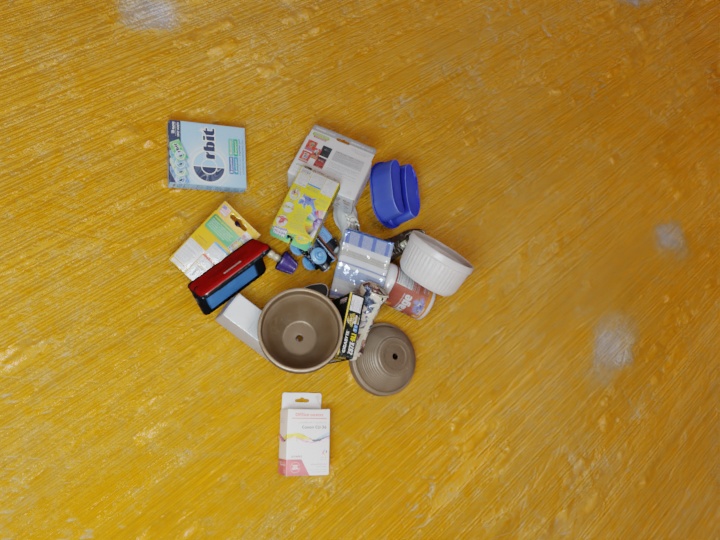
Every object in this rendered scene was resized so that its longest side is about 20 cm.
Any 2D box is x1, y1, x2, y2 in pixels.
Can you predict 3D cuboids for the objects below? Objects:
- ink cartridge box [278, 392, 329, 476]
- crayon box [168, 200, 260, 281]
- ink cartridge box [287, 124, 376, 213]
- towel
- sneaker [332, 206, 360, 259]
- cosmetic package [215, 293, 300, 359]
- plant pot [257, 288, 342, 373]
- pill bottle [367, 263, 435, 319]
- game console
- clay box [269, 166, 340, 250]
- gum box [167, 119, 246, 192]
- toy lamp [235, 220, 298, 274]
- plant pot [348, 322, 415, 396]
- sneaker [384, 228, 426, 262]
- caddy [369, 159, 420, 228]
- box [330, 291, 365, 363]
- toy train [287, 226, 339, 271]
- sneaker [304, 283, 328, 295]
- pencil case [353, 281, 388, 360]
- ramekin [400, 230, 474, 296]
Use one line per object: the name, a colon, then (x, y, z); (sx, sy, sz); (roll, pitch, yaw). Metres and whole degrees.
ink cartridge box: (-0.141, 0.410, 1.587); (0.115, 0.067, 0.202); (6, 76, -23)
crayon box: (-0.362, -0.058, 1.571); (0.126, 0.052, 0.200); (44, 84, -9)
ink cartridge box: (-0.076, -0.282, 1.734); (0.198, 0.084, 0.177); (24, 68, 4)
towel: (0.000, 0.000, 1.684); (0.146, 0.024, 0.202); (19, 105, 14)
sneaker: (-0.027, -0.121, 1.753); (0.074, 0.087, 0.202); (-3, 78, -23)
cosmetic package: (-0.258, 0.150, 1.577); (0.200, 0.101, 0.074); (41, 64, -12)
plant pot: (-0.145, 0.151, 1.500); (0.198, 0.093, 0.203); (3, 70, -7)
pill bottle: (0.102, 0.050, 1.759); (0.199, 0.112, 0.113); (26, 69, -17)
game console: (-0.300, 0.028, 1.517); (0.200, 0.172, 0.119); (-39, 117, -19)
clay box: (-0.144, -0.154, 1.623); (0.114, 0.048, 0.202); (24, 78, 4)
gum box: (-0.402, -0.297, 1.645); (0.198, 0.044, 0.172); (1, 78, -25)
toy lamp: (-0.254, -0.056, 1.650); (0.199, 0.058, 0.059); (32, 67, -15)
plant pot: (0.074, 0.239, 1.713); (0.199, 0.093, 0.203); (6, 76, -22)
sneaker: (0.103, -0.072, 1.807); (0.199, 0.075, 0.071); (-32, 92, -28)
caddy: (0.091, -0.224, 1.824); (0.141, 0.104, 0.202); (7, 73, -46)
box: (-0.062, 0.153, 1.610); (0.049, 0.200, 0.161); (17, 72, -21)
toy train: (-0.138, -0.092, 1.698); (0.200, 0.087, 0.114); (48, 58, -7)
sneaker: (-0.152, 0.085, 1.640); (0.199, 0.099, 0.071); (-29, 89, -28)
pencil case: (0.003, 0.131, 1.643); (0.077, 0.089, 0.202); (18, 103, -25)
ramekin: (0.203, -0.014, 1.736); (0.199, 0.200, 0.106); (26, 104, -17)
